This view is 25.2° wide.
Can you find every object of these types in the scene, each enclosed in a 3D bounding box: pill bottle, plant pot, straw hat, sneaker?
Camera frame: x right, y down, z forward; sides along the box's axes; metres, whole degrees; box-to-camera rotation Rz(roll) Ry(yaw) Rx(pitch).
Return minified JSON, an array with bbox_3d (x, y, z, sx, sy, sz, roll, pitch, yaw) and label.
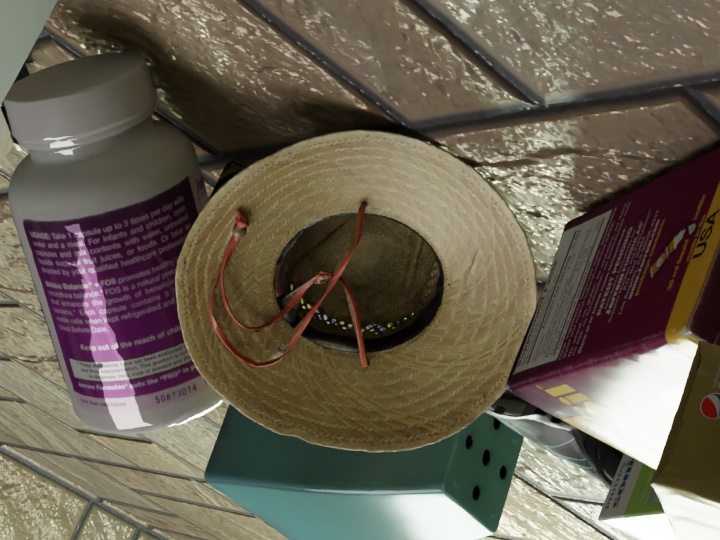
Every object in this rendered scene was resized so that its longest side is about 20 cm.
[{"bbox_3d":[-0.138,-0.018,0.926,0.112,0.112,0.201,9,121,42],"label":"pill bottle"},{"bbox_3d":[0.014,0.133,1.242,0.199,0.142,0.141,2,152,37],"label":"plant pot"},{"bbox_3d":[0.000,0.000,0.914,0.200,0.202,0.085,27,-160,-5],"label":"straw hat"},{"bbox_3d":[0.146,0.091,1.064,0.199,0.076,0.079,32,176,0],"label":"sneaker"}]

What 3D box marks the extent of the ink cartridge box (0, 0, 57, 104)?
[{"bbox_3d":[-0.188,-0.176,0.600,0.144,0.145,0.200,23,162,5],"label":"ink cartridge box"}]

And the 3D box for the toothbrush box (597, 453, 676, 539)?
[{"bbox_3d":[0.250,0.135,0.930,0.145,0.087,0.200,28,162,-8],"label":"toothbrush box"}]

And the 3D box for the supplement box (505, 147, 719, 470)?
[{"bbox_3d":[0.173,0.028,0.760,0.130,0.104,0.200,27,163,-10],"label":"supplement box"}]

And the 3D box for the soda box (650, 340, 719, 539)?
[{"bbox_3d":[0.178,0.104,0.692,0.067,0.064,0.200,15,159,25],"label":"soda box"}]

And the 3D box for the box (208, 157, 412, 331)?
[{"bbox_3d":[-0.003,0.004,1.002,0.199,0.065,0.070,22,163,10],"label":"box"}]

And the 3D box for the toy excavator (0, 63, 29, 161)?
[{"bbox_3d":[-0.312,-0.138,0.992,0.199,0.100,0.195,32,162,9],"label":"toy excavator"}]
